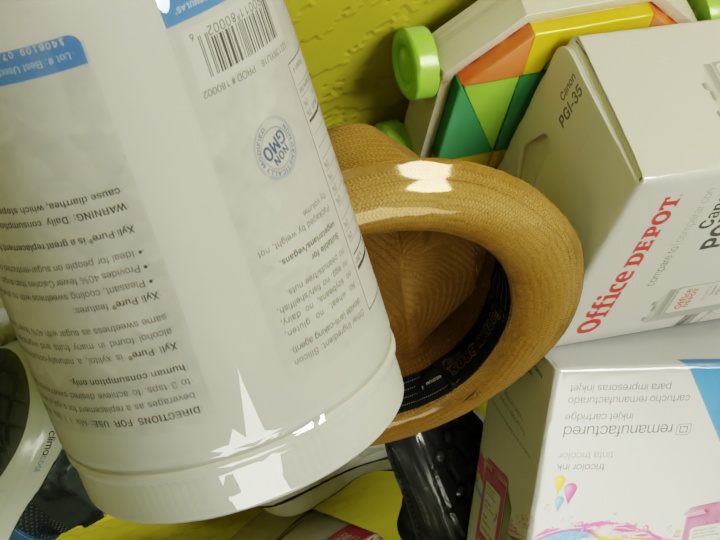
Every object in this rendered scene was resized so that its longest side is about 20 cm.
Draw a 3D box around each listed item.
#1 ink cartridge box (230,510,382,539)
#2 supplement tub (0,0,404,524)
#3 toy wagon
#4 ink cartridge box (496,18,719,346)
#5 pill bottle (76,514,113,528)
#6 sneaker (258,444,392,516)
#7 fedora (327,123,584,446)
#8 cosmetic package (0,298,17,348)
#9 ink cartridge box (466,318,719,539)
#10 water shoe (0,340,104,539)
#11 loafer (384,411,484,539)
[{"bbox_3d":[-0.008,0.221,1.142,0.083,0.147,0.200,-41,-169,-13],"label":"ink cartridge box"},{"bbox_3d":[-0.072,-0.026,0.687,0.132,0.132,0.200,-19,110,-4],"label":"supplement tub"},{"bbox_3d":[0.084,-0.071,0.914,0.155,0.040,0.200,-11,150,-16],"label":"toy wagon"},{"bbox_3d":[0.174,-0.045,0.892,0.200,0.083,0.147,-9,150,-21],"label":"ink cartridge box"},{"bbox_3d":[-0.104,0.059,0.939,0.200,0.113,0.112,-14,150,-13],"label":"pill bottle"},{"bbox_3d":[-0.026,0.078,1.059,0.200,0.076,0.115,-37,149,31],"label":"sneaker"},{"bbox_3d":[0.000,0.000,0.849,0.200,0.082,0.201,-11,144,-8],"label":"fedora"},{"bbox_3d":[-0.189,-0.004,0.788,0.200,0.101,0.071,-4,147,-27],"label":"cosmetic package"},{"bbox_3d":[0.136,0.118,0.972,0.144,0.085,0.200,-1,115,-16],"label":"ink cartridge box"},{"bbox_3d":[-0.141,0.103,0.823,0.079,0.072,0.200,0,145,-30],"label":"water shoe"},{"bbox_3d":[0.049,0.136,1.055,0.070,0.068,0.201,3,142,30],"label":"loafer"}]
